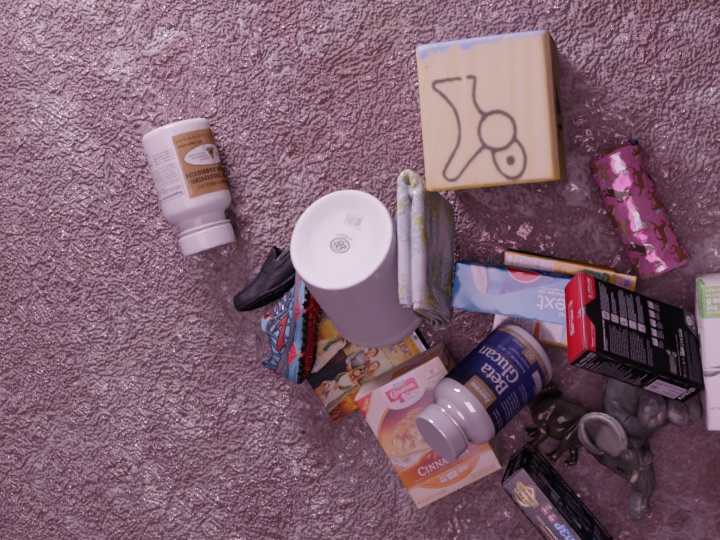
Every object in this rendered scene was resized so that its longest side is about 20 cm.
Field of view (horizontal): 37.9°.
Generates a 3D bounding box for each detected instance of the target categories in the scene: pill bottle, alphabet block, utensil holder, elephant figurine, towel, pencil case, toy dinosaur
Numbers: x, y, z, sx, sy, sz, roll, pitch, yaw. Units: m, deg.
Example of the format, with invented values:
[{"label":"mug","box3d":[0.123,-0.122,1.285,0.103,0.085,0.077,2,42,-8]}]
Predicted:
[{"label":"pill bottle","box3d":[-0.269,-0.131,1.679,0.113,0.114,0.203,-16,91,16]},{"label":"pill bottle","box3d":[0.175,0.178,1.516,0.199,0.111,0.111,-40,84,-21]},{"label":"alphabet block","box3d":[0.192,-0.222,1.506,0.192,0.196,0.204,-3,95,16]},{"label":"utensil holder","box3d":[0.000,0.000,1.547,0.167,0.200,0.173,-8,63,16]},{"label":"elephant figurine","box3d":[0.387,0.235,1.526,0.139,0.156,0.202,18,124,-17]},{"label":"towel","box3d":[0.097,-0.026,1.516,0.047,0.171,0.204,-5,77,18]},{"label":"pencil case","box3d":[0.405,-0.086,1.522,0.085,0.083,0.203,-23,89,22]},{"label":"toy dinosaur","box3d":[0.309,0.236,1.583,0.199,0.077,0.103,37,110,12]}]

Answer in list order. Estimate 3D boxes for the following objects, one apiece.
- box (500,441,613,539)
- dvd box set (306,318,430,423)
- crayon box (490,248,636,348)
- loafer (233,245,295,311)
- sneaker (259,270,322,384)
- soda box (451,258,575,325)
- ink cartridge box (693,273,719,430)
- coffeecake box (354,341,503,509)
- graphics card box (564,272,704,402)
[{"label":"box","box3d":[0.294,0.360,1.556,0.046,0.159,0.201,-41,85,14]},{"label":"dvd box set","box3d":[0.000,0.130,1.678,0.199,0.029,0.148,-34,86,16]},{"label":"crayon box","box3d":[0.305,0.048,1.578,0.196,0.052,0.128,11,98,14]},{"label":"loafer","box3d":[-0.125,-0.005,1.681,0.199,0.068,0.071,-35,79,10]},{"label":"sneaker","box3d":[-0.115,0.076,1.638,0.094,0.079,0.204,14,107,16]},{"label":"soda box","box3d":[0.236,0.032,1.535,0.196,0.064,0.069,8,98,13]},{"label":"ink cartridge box","box3d":[0.518,0.111,1.478,0.082,0.145,0.204,-3,95,14]},{"label":"coffeecake box","box3d":[0.108,0.239,1.622,0.152,0.073,0.202,-29,98,16]},{"label":"graphics card box","box3d":[0.375,0.092,1.445,0.197,0.127,0.051,17,142,-17]}]
